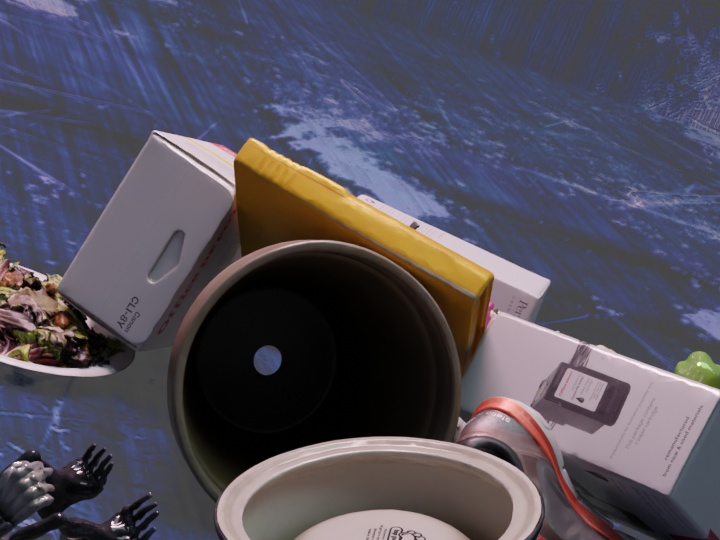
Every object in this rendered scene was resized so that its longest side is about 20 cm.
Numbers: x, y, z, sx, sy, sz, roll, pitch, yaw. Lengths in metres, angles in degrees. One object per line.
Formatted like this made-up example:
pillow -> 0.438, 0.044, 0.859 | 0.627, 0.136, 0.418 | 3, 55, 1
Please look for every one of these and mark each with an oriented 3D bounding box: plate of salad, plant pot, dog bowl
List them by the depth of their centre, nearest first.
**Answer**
dog bowl -> 0.012, 0.173, 1.172 | 0.198, 0.075, 0.200 | -1, 19, 0
plant pot -> -0.049, 0.073, 1.357 | 0.198, 0.202, 0.173 | 17, 1, -17
plate of salad -> -0.258, 0.022, 1.446 | 0.198, 0.048, 0.200 | 21, 15, -6

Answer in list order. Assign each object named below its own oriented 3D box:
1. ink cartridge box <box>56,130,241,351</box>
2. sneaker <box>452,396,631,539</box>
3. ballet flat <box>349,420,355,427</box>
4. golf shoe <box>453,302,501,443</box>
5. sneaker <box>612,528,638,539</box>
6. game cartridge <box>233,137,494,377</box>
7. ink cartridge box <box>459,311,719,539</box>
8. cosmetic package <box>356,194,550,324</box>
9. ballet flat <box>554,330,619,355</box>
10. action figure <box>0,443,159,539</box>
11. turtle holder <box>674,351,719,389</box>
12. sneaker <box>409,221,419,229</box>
ink cartridge box -> -0.137, -0.023, 1.499 | 0.083, 0.146, 0.200 | 33, 6, 8
sneaker -> 0.119, 0.183, 1.268 | 0.201, 0.077, 0.082 | 54, 38, 3
ballet flat -> 0.058, 0.159, 1.397 | 0.199, 0.072, 0.072 | 31, 18, 27
golf shoe -> 0.083, 0.119, 1.500 | 0.075, 0.091, 0.202 | 31, 41, -48
sneaker -> 0.244, 0.245, 1.350 | 0.198, 0.077, 0.111 | 20, 15, -9
game cartridge -> 0.000, 0.000, 1.396 | 0.199, 0.033, 0.177 | 32, -22, 13
ink cartridge box -> 0.180, 0.119, 1.352 | 0.199, 0.084, 0.145 | 20, -17, 42
cosmetic package -> 0.063, 0.020, 1.789 | 0.198, 0.102, 0.071 | 24, 16, 9
ballet flat -> 0.173, 0.088, 1.608 | 0.199, 0.068, 0.068 | 15, 22, -32
action figure -> -0.215, 0.121, 1.090 | 0.199, 0.102, 0.119 | 8, 33, -46
turtle holder -> 0.306, 0.157, 1.570 | 0.140, 0.133, 0.186 | 26, 27, 0
sneaker -> 0.000, 0.010, 1.681 | 0.197, 0.131, 0.080 | 16, 16, -21
